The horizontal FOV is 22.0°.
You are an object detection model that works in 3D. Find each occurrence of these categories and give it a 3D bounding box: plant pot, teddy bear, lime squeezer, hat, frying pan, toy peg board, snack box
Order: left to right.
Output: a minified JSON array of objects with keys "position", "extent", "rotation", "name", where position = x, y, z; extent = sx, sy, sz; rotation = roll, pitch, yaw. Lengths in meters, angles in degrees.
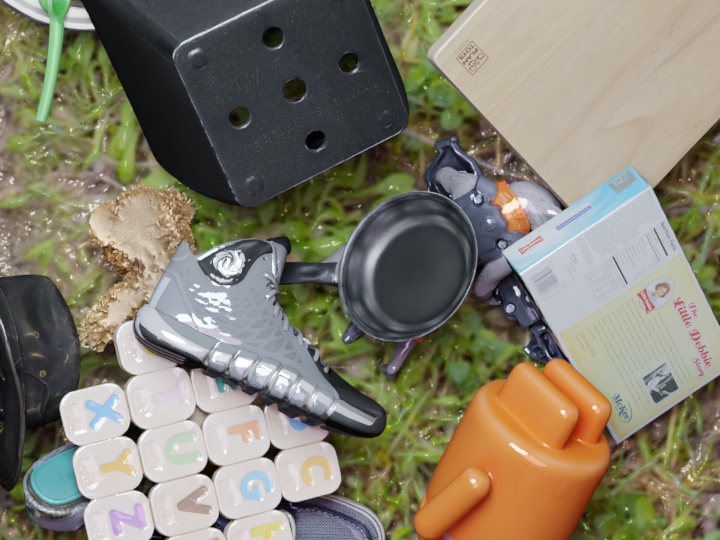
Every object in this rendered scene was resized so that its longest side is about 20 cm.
[{"position":[-0.254,0.058,1.376],"extent":[0.081,0.200,0.202],"rotation":[-14,92,-24],"name":"hat"},{"position":[-0.240,-0.213,1.351],"extent":[0.070,0.038,0.201],"rotation":[-20,93,-1],"name":"lime squeezer"},{"position":[-0.140,0.035,1.410],"extent":[0.145,0.067,0.200],"rotation":[-43,89,-21],"name":"teddy bear"},{"position":[-0.073,-0.160,1.317],"extent":[0.199,0.178,0.200],"rotation":[-26,122,-5],"name":"plant pot"},{"position":[0.005,0.014,1.363],"extent":[0.189,0.031,0.115],"rotation":[-27,60,20],"name":"frying pan"},{"position":[0.170,-0.169,1.387],"extent":[0.200,0.098,0.199],"rotation":[-47,112,-1],"name":"toy peg board"},{"position":[0.199,0.030,1.395],"extent":[0.116,0.037,0.200],"rotation":[-33,126,-1],"name":"snack box"}]

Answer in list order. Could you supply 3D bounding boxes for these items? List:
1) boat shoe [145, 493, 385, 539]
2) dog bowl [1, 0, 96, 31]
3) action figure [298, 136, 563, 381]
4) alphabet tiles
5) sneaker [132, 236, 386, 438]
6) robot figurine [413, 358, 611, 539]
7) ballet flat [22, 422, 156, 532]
[{"position":[-0.079,0.207,1.411],"extent":[0.199,0.093,0.075],"rotation":[2,91,-2],"name":"boat shoe"},{"position":[-0.205,-0.279,1.405],"extent":[0.199,0.074,0.201],"rotation":[0,92,-3],"name":"dog bowl"},{"position":[0.080,0.008,1.411],"extent":[0.193,0.105,0.200],"rotation":[-36,89,9],"name":"action figure"},{"position":[-0.115,0.127,1.358],"extent":[0.195,0.015,0.201],"rotation":[-12,88,-17],"name":"alphabet tiles"},{"position":[-0.055,0.037,1.339],"extent":[0.199,0.075,0.116],"rotation":[26,76,-11],"name":"sneaker"},{"position":[0.111,0.163,1.390],"extent":[0.116,0.144,0.201],"rotation":[24,116,0],"name":"robot figurine"},{"position":[-0.171,0.142,1.415],"extent":[0.200,0.072,0.072],"rotation":[-25,93,-30],"name":"ballet flat"}]
